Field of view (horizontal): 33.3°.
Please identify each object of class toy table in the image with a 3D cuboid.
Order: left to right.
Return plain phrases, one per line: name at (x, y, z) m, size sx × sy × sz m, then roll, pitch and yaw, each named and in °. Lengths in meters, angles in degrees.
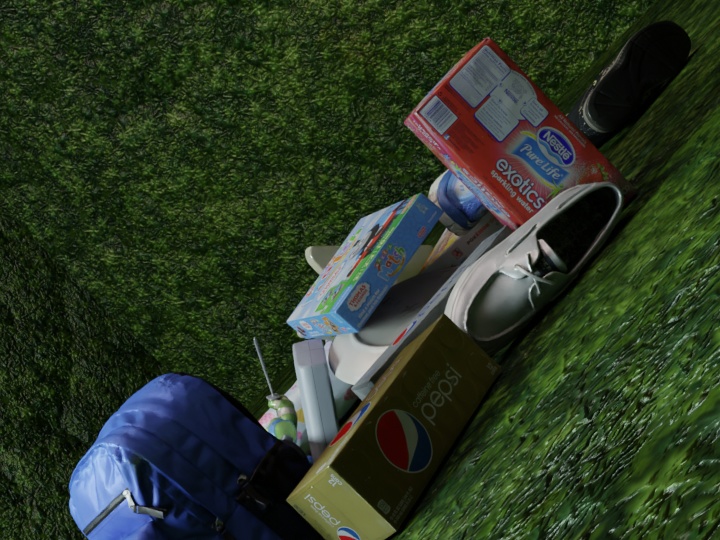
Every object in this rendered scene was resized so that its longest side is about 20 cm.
toy table at (0.017, 0.026, 1.576) m, size 0.183 × 0.118 × 0.199 m, roll 2°, pitch -13°, yaw -36°

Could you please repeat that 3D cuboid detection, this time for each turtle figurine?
turtle figurine at (-0.148, 0.196, 1.407) m, size 0.194 × 0.199 × 0.144 m, roll -58°, pitch -2°, yaw 40°

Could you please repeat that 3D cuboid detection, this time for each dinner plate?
dinner plate at (0.055, 0.046, 1.196) m, size 0.199 × 0.024 × 0.201 m, roll -22°, pitch 23°, yaw 10°

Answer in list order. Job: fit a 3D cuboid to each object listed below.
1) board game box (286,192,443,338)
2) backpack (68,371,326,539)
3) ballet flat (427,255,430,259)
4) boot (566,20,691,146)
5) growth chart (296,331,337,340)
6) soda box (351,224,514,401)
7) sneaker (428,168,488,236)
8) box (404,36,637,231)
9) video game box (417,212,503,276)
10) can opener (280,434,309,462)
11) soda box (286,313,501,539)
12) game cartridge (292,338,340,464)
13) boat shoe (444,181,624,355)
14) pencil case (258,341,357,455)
board game box at (0.000, 0.000, 1.264) m, size 0.152 × 0.037 × 0.200 m, roll -54°, pitch 10°, yaw -15°
backpack at (-0.124, 0.187, 0.908) m, size 0.162 × 0.200 × 0.168 m, roll -43°, pitch 3°, yaw 43°
ballet flat at (0.110, 0.008, 1.508) m, size 0.067 × 0.067 × 0.200 m, roll -45°, pitch 2°, yaw 13°
boot at (0.333, -0.231, 1.576) m, size 0.204 × 0.073 × 0.154 m, roll -45°, pitch -1°, yaw -23°
growth chart at (0.011, 0.080, 1.372) m, size 0.200 × 0.143 × 0.018 m, roll 178°, pitch 102°, yaw -71°
soda box at (0.084, 0.055, 1.078) m, size 0.200 × 0.068 × 0.063 m, roll -47°, pitch 4°, yaw -21°
sneaker at (0.140, -0.123, 1.266) m, size 0.089 × 0.078 × 0.201 m, roll -32°, pitch 28°, yaw 40°
box at (0.146, -0.107, 1.120) m, size 0.100 × 0.200 × 0.095 m, roll -46°, pitch 4°, yaw -2°
video game box at (0.156, -0.070, 1.361) m, size 0.182 × 0.047 × 0.200 m, roll -47°, pitch 3°, yaw 27°
can opener at (-0.074, 0.194, 1.193) m, size 0.200 × 0.078 × 0.064 m, roll 123°, pitch 155°, yaw -77°
soda box at (0.030, 0.121, 0.908) m, size 0.064 × 0.068 × 0.200 m, roll -45°, pitch 2°, yaw 42°
game cartridge at (-0.044, 0.140, 1.274) m, size 0.041 × 0.134 × 0.200 m, roll -15°, pitch 0°, yaw -3°
boat shoe at (0.151, -0.003, 1.015) m, size 0.200 × 0.072 × 0.069 m, roll -37°, pitch -1°, yaw -19°
pencil case at (-0.069, 0.183, 1.552) m, size 0.200 × 0.083 × 0.091 m, roll -47°, pitch -4°, yaw -21°
